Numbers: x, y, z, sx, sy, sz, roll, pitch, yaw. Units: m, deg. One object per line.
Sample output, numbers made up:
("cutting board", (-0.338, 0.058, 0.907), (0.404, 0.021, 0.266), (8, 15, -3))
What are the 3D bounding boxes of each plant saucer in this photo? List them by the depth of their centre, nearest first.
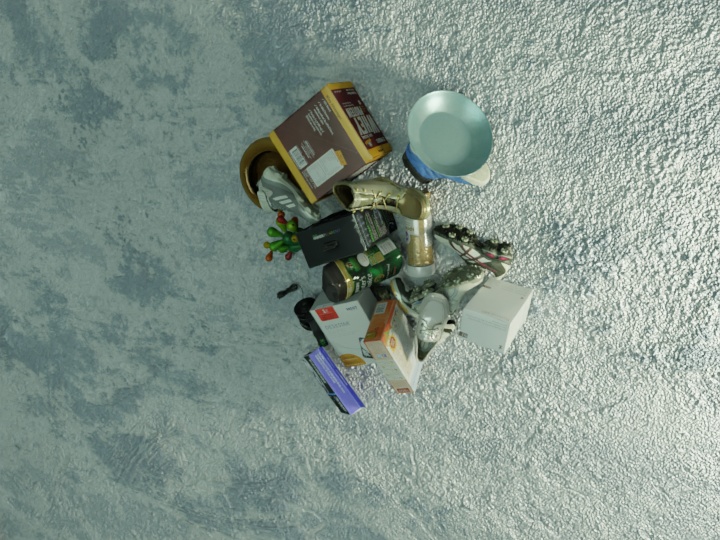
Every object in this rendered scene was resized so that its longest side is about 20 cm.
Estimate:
("plant saucer", (0.190, -0.292, 1.433), (0.202, 0.200, 0.039), (52, 160, 1))

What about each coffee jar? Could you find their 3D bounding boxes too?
("coffee jar", (0.000, 0.000, 1.600), (0.086, 0.198, 0.105), (57, 160, 23))

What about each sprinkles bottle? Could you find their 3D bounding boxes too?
("sprinkles bottle", (0.140, -0.088, 1.579), (0.067, 0.068, 0.203), (4, 109, 26))

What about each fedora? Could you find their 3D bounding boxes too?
("fedora", (-0.216, -0.251, 1.698), (0.198, 0.082, 0.203), (10, 113, 24))

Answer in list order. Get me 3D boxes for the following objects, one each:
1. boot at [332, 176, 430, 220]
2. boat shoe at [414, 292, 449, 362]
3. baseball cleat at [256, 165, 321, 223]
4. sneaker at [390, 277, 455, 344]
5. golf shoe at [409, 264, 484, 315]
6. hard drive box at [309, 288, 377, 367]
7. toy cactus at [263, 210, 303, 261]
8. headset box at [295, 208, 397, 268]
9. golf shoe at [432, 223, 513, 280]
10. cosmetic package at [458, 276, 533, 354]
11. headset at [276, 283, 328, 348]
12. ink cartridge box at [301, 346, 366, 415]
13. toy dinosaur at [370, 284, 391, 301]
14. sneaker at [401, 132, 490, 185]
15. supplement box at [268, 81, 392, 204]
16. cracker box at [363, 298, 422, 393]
("boot", (0.046, -0.158, 1.484), (0.199, 0.153, 0.073), (33, 121, 42))
("boat shoe", (0.163, 0.140, 1.543), (0.070, 0.070, 0.202), (13, 132, 9))
("baseball cleat", (-0.178, -0.163, 1.612), (0.200, 0.069, 0.107), (48, 115, 22))
("sneaker", (0.158, 0.086, 1.643), (0.087, 0.076, 0.201), (-39, 91, 17))
("golf shoe", (0.215, 0.055, 1.547), (0.199, 0.079, 0.098), (-24, 112, 35))
("hard drive box", (-0.013, 0.144, 1.705), (0.154, 0.077, 0.201), (-15, 118, 33))
("toy cactus", (-0.167, -0.073, 1.718), (0.163, 0.103, 0.200), (17, 148, -8))
("headset box", (-0.033, -0.093, 1.591), (0.173, 0.200, 0.094), (-16, 101, 30))
("golf shoe", (0.253, -0.044, 1.534), (0.198, 0.077, 0.089), (24, 125, 19))
("cosmetic package", (0.306, 0.096, 1.481), (0.112, 0.200, 0.082), (17, 116, 20))
("headset", (-0.152, 0.124, 1.780), (0.093, 0.124, 0.201), (-25, 64, -6))
("ink cartridge box", (-0.076, 0.301, 1.785), (0.199, 0.043, 0.200), (54, 163, 1))
("toy dinosaur", (-0.007, 0.050, 1.724), (0.198, 0.047, 0.089), (27, 112, 19))
("sneaker", (0.189, -0.234, 1.501), (0.198, 0.078, 0.111), (21, 156, -9))
("supplement box", (-0.070, -0.304, 1.565), (0.199, 0.133, 0.199), (-32, 92, 29))
("cracker box", (0.088, 0.189, 1.630), (0.057, 0.135, 0.201), (-10, 128, 30))
